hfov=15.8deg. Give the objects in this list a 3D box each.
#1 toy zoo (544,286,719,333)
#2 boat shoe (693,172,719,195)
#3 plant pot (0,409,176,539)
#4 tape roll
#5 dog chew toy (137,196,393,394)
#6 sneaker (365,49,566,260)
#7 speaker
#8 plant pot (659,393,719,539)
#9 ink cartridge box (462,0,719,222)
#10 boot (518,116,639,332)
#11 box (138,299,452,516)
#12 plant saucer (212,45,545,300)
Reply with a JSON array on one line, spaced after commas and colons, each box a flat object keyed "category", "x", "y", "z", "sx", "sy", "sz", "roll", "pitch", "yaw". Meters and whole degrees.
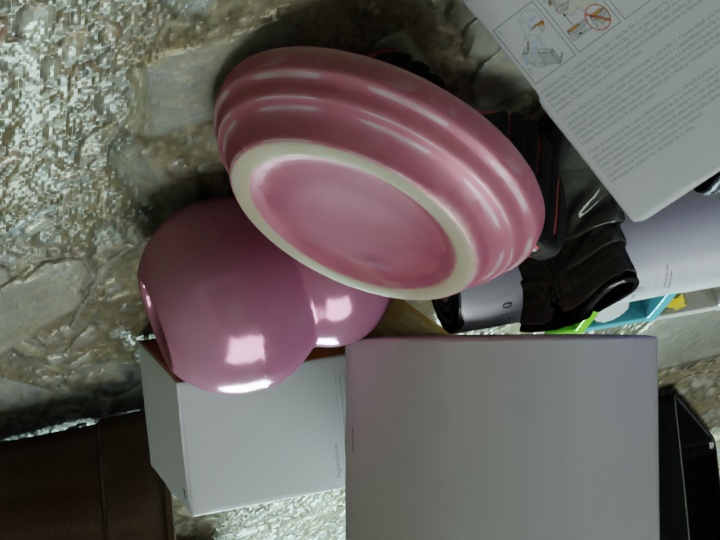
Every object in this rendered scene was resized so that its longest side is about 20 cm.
[{"category": "toy zoo", "x": 0.232, "y": 0.006, "z": 1.954, "sx": 0.199, "sy": 0.021, "sz": 0.131, "roll": -9, "pitch": 159, "yaw": -16}, {"category": "boat shoe", "x": 0.221, "y": -0.093, "z": 1.622, "sx": 0.066, "sy": 0.070, "sz": 0.200, "roll": -30, "pitch": 166, "yaw": 1}, {"category": "plant pot", "x": -0.235, "y": 0.203, "z": 1.921, "sx": 0.197, "sy": 0.201, "sz": 0.200, "roll": -4, "pitch": 158, "yaw": -6}, {"category": "tape roll", "x": 0.092, "y": 0.110, "z": 1.666, "sx": 0.202, "sy": 0.140, "sz": 0.203, "roll": 0, "pitch": 179, "yaw": 0}, {"category": "dog chew toy", "x": -0.035, "y": -0.001, "z": 1.622, "sx": 0.199, "sy": 0.125, "sz": 0.125, "roll": -20, "pitch": 161, "yaw": -10}, {"category": "sneaker", "x": 0.043, "y": -0.066, "z": 1.551, "sx": 0.087, "sy": 0.074, "sz": 0.200, "roll": -16, "pitch": 142, "yaw": 42}, {"category": "speaker", "x": 0.149, "y": -0.011, "z": 1.766, "sx": 0.199, "sy": 0.081, "sz": 0.081, "roll": -10, "pitch": 159, "yaw": -13}, {"category": "plant pot", "x": 0.227, "y": 0.238, "z": 2.333, "sx": 0.177, "sy": 0.200, "sz": 0.200, "roll": -9, "pitch": 162, "yaw": 17}, {"category": "ink cartridge box", "x": 0.167, "y": -0.142, "z": 1.380, "sx": 0.200, "sy": 0.174, "sz": 0.044, "roll": -35, "pitch": -175, "yaw": 43}, {"category": "boot", "x": 0.152, "y": -0.046, "z": 1.606, "sx": 0.067, "sy": 0.131, "sz": 0.200, "roll": -2, "pitch": 156, "yaw": -32}, {"category": "box", "x": -0.042, "y": 0.092, "z": 1.806, "sx": 0.199, "sy": 0.098, "sz": 0.124, "roll": -10, "pitch": -165, "yaw": -16}, {"category": "plant saucer", "x": 0.004, "y": -0.046, "z": 1.468, "sx": 0.200, "sy": 0.051, "sz": 0.201, "roll": 19, "pitch": 152, "yaw": 10}]
